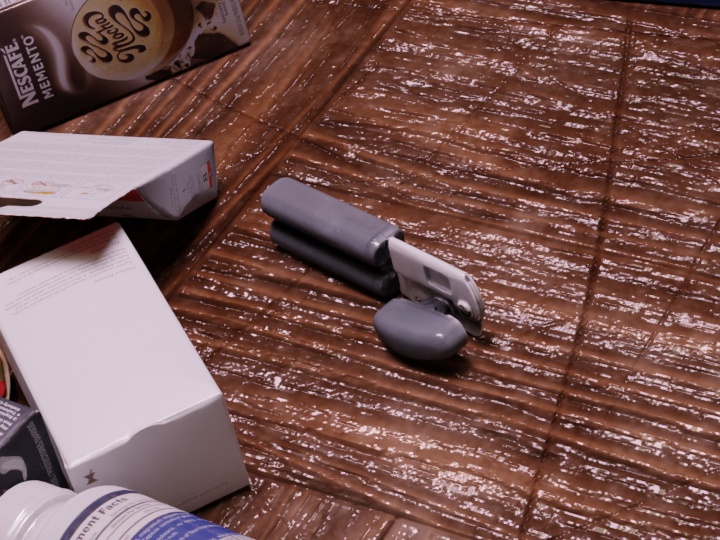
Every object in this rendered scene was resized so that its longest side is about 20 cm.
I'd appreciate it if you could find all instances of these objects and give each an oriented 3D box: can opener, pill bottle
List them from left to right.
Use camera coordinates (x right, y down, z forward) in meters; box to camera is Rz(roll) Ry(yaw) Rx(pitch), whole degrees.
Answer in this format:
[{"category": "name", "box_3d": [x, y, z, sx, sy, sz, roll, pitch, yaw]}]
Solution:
[{"category": "pill bottle", "box_3d": [-0.121, 0.187, 1.252, 0.199, 0.112, 0.111, 17, 50, 32]}, {"category": "can opener", "box_3d": [0.000, 0.000, 1.467, 0.199, 0.054, 0.067, 25, 54, 38]}]

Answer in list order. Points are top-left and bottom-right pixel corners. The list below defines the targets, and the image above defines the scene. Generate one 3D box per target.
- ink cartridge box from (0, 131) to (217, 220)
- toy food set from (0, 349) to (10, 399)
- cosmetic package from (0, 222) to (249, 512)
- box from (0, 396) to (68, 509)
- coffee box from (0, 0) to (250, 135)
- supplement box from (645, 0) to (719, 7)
[{"category": "ink cartridge box", "box_3d": [-0.208, -0.048, 1.531, 0.161, 0.051, 0.200, 4, 21, 20]}, {"category": "toy food set", "box_3d": [-0.329, 0.093, 1.467, 0.200, 0.049, 0.197, -39, 46, -24]}, {"category": "cosmetic package", "box_3d": [-0.159, 0.070, 1.414, 0.107, 0.085, 0.200, -23, 42, -10]}, {"category": "box", "box_3d": [-0.271, 0.172, 1.305, 0.105, 0.123, 0.200, 18, 51, 31]}, {"category": "coffee box", "box_3d": [-0.198, -0.199, 1.702, 0.199, 0.114, 0.080, -24, 41, -9]}, {"category": "supplement box", "box_3d": [0.253, -0.336, 1.649, 0.133, 0.201, 0.201, 7, 45, 24]}]
